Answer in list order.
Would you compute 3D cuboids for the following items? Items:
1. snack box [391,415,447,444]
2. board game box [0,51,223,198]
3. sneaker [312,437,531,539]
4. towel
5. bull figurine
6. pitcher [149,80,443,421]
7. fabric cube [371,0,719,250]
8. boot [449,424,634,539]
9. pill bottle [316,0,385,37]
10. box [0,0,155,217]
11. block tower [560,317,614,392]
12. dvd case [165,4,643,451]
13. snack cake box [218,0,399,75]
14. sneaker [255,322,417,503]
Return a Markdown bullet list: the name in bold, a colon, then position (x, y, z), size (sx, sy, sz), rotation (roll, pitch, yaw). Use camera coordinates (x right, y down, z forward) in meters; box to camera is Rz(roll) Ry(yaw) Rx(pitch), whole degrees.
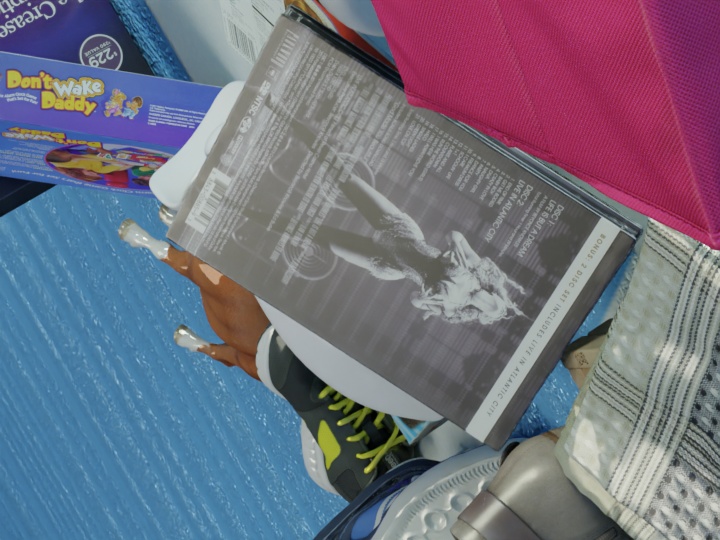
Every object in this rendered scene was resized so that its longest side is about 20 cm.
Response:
- **snack box**: position (0.000, 0.000, 1.672), size (0.201, 0.037, 0.116), rotation (57, 162, 8)
- **board game box**: position (-0.189, -0.093, 1.794), size (0.134, 0.199, 0.045), rotation (139, 138, -71)
- **sneaker**: position (0.055, 0.135, 1.677), size (0.080, 0.147, 0.200), rotation (40, 120, -11)
- **towel**: position (0.174, 0.090, 1.255), size (0.192, 0.034, 0.201), rotation (42, 143, 21)
- **bull figurine**: position (-0.084, 0.004, 1.825), size (0.121, 0.065, 0.201), rotation (21, 147, 32)
- **pitcher**: position (-0.008, -0.010, 1.470), size (0.200, 0.121, 0.172), rotation (40, 179, -8)
- **fabric cube**: position (0.105, -0.161, 0.887), size (0.200, 0.196, 0.200), rotation (29, 148, 55)
- **boot**: position (0.119, 0.160, 1.431), size (0.070, 0.146, 0.201), rotation (30, 147, 53)
- **pill bottle**: position (-0.024, -0.204, 1.291), size (0.200, 0.112, 0.113), rotation (45, 157, 37)
- **box**: position (-0.251, -0.116, 1.894), size (0.142, 0.199, 0.079), rotation (58, 162, 0)
- **block tower**: position (0.174, 0.113, 1.361), size (0.201, 0.054, 0.058), rotation (61, 163, -7)
- **dvd case**: position (0.018, -0.019, 1.354), size (0.199, 0.016, 0.149), rotation (33, 124, 3)
- **snack cake box**: position (0.001, -0.125, 1.426), size (0.200, 0.067, 0.115), rotation (44, 155, 38)
- **sneaker**: position (-0.002, 0.088, 1.786), size (0.085, 0.074, 0.200), rotation (37, 161, 37)
